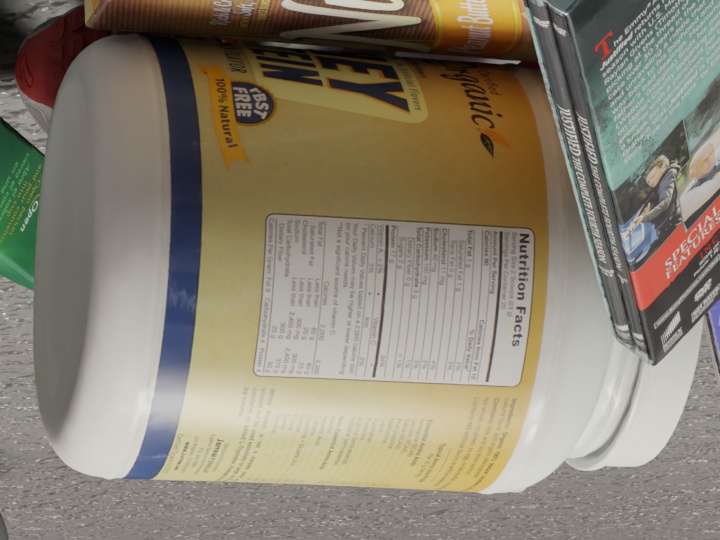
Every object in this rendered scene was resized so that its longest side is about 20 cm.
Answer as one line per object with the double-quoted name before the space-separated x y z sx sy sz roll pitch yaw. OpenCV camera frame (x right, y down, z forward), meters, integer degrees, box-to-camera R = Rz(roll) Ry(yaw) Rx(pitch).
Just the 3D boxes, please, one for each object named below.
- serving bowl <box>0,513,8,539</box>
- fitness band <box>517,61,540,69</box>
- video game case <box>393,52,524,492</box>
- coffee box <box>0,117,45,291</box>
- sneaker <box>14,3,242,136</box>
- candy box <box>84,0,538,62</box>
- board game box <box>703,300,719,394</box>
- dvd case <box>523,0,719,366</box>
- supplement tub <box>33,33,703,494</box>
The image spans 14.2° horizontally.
"serving bowl" -0.324 0.155 1.853 0.199 0.066 0.200 -1 166 0
"fitness band" 0.072 -0.008 1.098 0.143 0.037 0.201 -12 135 -26
"video game case" 0.045 0.000 1.131 0.181 0.023 0.200 10 121 -40
"coffee box" -0.176 -0.052 1.025 0.123 0.044 0.200 24 172 19
"sneaker" -0.074 -0.046 1.078 0.082 0.078 0.200 -6 164 24
"candy box" 0.023 -0.108 0.890 0.199 0.056 0.115 2 166 -16
"board game box" 0.231 -0.034 1.001 0.199 0.097 0.159 -10 -171 28
"dvd case" 0.114 -0.071 0.828 0.022 0.146 0.200 38 166 27
"supplement tub" 0.000 0.000 0.949 0.199 0.145 0.144 3 165 -15
